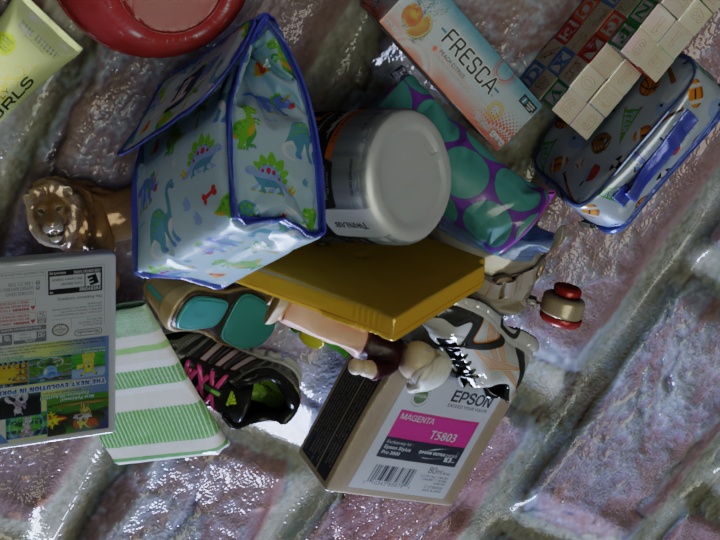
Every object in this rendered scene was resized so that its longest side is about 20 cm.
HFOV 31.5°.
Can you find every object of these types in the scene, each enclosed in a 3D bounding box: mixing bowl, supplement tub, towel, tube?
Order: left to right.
[{"bbox_3d":[-0.346,-0.154,1.147,0.200,0.052,0.058,-46,162,2],"label":"tube"},{"bbox_3d":[-0.233,0.118,1.298,0.151,0.024,0.202,-8,125,26],"label":"towel"},{"bbox_3d":[-0.173,-0.269,1.112,0.197,0.109,0.203,-8,118,-16],"label":"mixing bowl"},{"bbox_3d":[-0.023,-0.087,1.192,0.122,0.198,0.125,-3,94,-46],"label":"supplement tub"}]

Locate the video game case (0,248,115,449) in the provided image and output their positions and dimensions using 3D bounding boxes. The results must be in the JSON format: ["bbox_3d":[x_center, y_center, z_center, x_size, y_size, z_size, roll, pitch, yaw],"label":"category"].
[{"bbox_3d":[-0.324,0.077,1.177,0.197,0.022,0.185,-6,110,-27],"label":"video game case"}]

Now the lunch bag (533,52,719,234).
[{"bbox_3d":[0.274,-0.136,1.306,0.075,0.161,0.201,33,102,-30],"label":"lunch bag"}]

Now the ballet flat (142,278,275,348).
[{"bbox_3d":[-0.150,0.032,1.285,0.069,0.063,0.200,-56,156,3],"label":"ballet flat"}]

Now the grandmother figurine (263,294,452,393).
[{"bbox_3d":[0.002,0.067,1.266,0.198,0.122,0.061,25,125,-16],"label":"grandmother figurine"}]

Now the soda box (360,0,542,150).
[{"bbox_3d":[0.091,-0.212,1.259,0.068,0.064,0.200,-44,122,6],"label":"soda box"}]

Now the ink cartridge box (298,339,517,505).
[{"bbox_3d":[0.054,0.168,1.414,0.198,0.075,0.166,14,113,-39],"label":"ink cartridge box"}]

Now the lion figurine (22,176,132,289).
[{"bbox_3d":[-0.223,-0.054,1.238,0.198,0.072,0.124,-22,115,-24],"label":"lion figurine"}]

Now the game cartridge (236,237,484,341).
[{"bbox_3d":[0.000,0.000,1.221,0.176,0.198,0.033,-27,129,-48],"label":"game cartridge"}]

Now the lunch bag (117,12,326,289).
[{"bbox_3d":[-0.125,-0.106,1.130,0.126,0.203,0.169,12,156,-39],"label":"lunch bag"}]

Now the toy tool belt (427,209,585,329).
[{"bbox_3d":[0.152,-0.024,1.332,0.197,0.125,0.125,17,106,4],"label":"toy tool belt"}]

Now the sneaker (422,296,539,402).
[{"bbox_3d":[0.116,0.079,1.328,0.199,0.073,0.081,31,76,-41],"label":"sneaker"}]

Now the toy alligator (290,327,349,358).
[{"bbox_3d":[-0.073,0.019,1.331,0.054,0.060,0.201,-9,129,33],"label":"toy alligator"}]

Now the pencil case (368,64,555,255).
[{"bbox_3d":[0.090,-0.106,1.251,0.200,0.085,0.093,41,61,0],"label":"pencil case"}]

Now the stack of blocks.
[{"bbox_3d":[0.262,-0.234,1.278,0.058,0.115,0.201,34,102,-30],"label":"stack of blocks"}]

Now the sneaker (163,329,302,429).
[{"bbox_3d":[-0.146,0.117,1.331,0.197,0.088,0.075,14,112,-22],"label":"sneaker"}]
